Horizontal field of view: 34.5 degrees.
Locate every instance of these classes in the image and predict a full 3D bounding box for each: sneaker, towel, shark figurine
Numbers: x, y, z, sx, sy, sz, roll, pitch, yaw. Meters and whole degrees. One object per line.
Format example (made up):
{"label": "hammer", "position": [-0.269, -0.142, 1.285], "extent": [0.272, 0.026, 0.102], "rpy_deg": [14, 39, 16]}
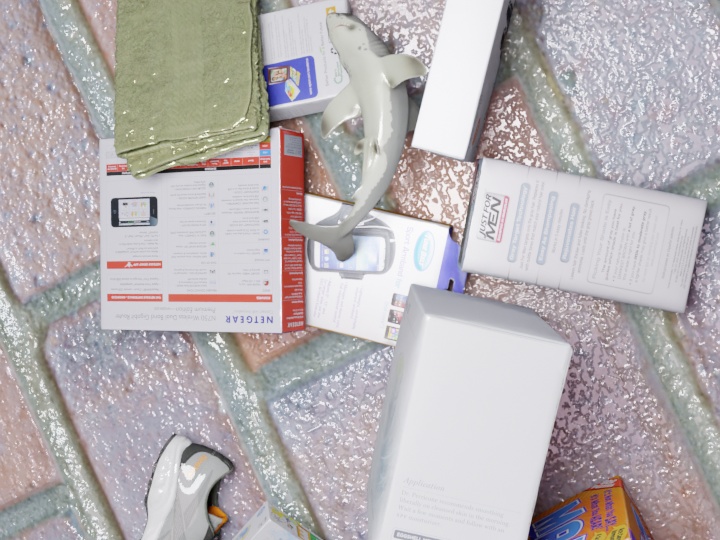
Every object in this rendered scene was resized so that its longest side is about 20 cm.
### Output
{"label": "sneaker", "position": [-0.174, 0.263, 1.113], "extent": [0.078, 0.074, 0.203], "rpy_deg": [14, 96, 3]}
{"label": "towel", "position": [-0.155, -0.187, 1.050], "extent": [0.146, 0.037, 0.203], "rpy_deg": [-12, 68, 11]}
{"label": "shark figurine", "position": [0.020, -0.111, 1.006], "extent": [0.127, 0.089, 0.218], "rpy_deg": [9, 94, 38]}

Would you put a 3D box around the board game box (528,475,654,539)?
{"label": "board game box", "position": [0.183, 0.329, 0.983], "extent": [0.198, 0.200, 0.202], "rpy_deg": [-29, 88, 11]}

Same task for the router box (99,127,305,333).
{"label": "router box", "position": [-0.149, -0.035, 1.074], "extent": [0.197, 0.049, 0.183], "rpy_deg": [0, 91, 24]}

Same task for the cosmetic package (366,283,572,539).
{"label": "cosmetic package", "position": [0.080, 0.129, 0.960], "extent": [0.121, 0.199, 0.203], "rpy_deg": [13, 95, -2]}

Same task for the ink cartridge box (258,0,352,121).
{"label": "ink cartridge box", "position": [-0.099, -0.185, 1.078], "extent": [0.197, 0.037, 0.096], "rpy_deg": [-9, 76, 9]}

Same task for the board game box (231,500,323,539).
{"label": "board game box", "position": [-0.100, 0.331, 1.095], "extent": [0.134, 0.034, 0.201], "rpy_deg": [38, 100, -19]}

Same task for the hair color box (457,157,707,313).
{"label": "hair color box", "position": [0.190, -0.032, 1.015], "extent": [0.196, 0.061, 0.101], "rpy_deg": [11, 95, -1]}

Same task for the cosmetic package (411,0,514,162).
{"label": "cosmetic package", "position": [0.096, -0.196, 0.992], "extent": [0.051, 0.151, 0.203], "rpy_deg": [15, 97, 9]}

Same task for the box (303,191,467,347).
{"label": "box", "position": [0.000, 0.000, 1.081], "extent": [0.197, 0.041, 0.121], "rpy_deg": [13, 96, 7]}
